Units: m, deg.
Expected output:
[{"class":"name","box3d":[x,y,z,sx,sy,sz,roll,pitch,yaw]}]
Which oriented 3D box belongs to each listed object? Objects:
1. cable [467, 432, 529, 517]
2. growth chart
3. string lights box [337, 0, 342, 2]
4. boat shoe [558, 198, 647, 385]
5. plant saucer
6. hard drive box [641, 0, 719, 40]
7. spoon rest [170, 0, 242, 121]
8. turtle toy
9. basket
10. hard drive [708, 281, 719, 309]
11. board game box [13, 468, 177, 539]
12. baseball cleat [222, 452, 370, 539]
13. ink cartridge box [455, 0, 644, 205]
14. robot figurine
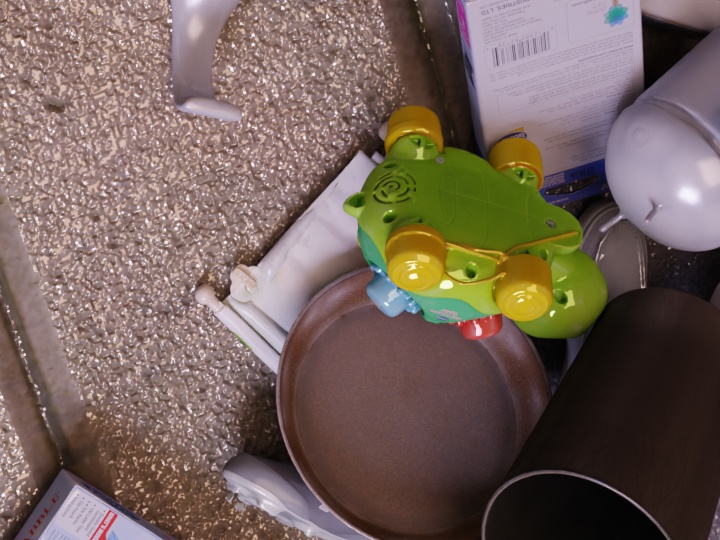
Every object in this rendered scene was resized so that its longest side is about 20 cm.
[{"class":"cable","box3d":[0.127,0.208,1.210,0.162,0.051,0.202,6,89,-23]},{"class":"growth chart","box3d":[0.000,0.000,1.187,0.200,0.018,0.145,-44,114,-11]},{"class":"string lights box","box3d":[0.050,-0.250,1.074,0.199,0.103,0.059,-30,87,8]},{"class":"boat shoe","box3d":[0.187,0.052,1.250,0.069,0.071,0.203,1,100,-24]},{"class":"plant saucer","box3d":[0.035,0.093,1.153,0.198,0.032,0.202,7,67,-17]},{"class":"hard drive box","box3d":[0.189,-0.257,1.192,0.198,0.077,0.157,13,94,-25]},{"class":"spoon rest","box3d":[-0.092,-0.194,1.097,0.099,0.060,0.202,11,82,-27]},{"class":"turtle toy","box3d":[0.078,-0.012,1.136,0.198,0.147,0.101,16,136,-15]},{"class":"basket","box3d":[0.176,0.118,1.112,0.181,0.135,0.201,80,30,-43]},{"class":"hard drive","box3d":[0.299,0.064,1.260,0.134,0.042,0.201,-19,144,-20]},{"class":"board game box","box3d":[-0.170,0.266,1.127,0.199,0.041,0.201,37,85,-24]},{"class":"baseball cleat","box3d":[-0.005,0.147,1.193,0.199,0.070,0.107,32,80,-35]},{"class":"ink cartridge box","box3d":[0.132,-0.129,1.166,0.118,0.042,0.201,-17,133,-4]},{"class":"robot figurine","box3d":[0.244,-0.092,1.153,0.200,0.170,0.113,-41,86,-15]}]
